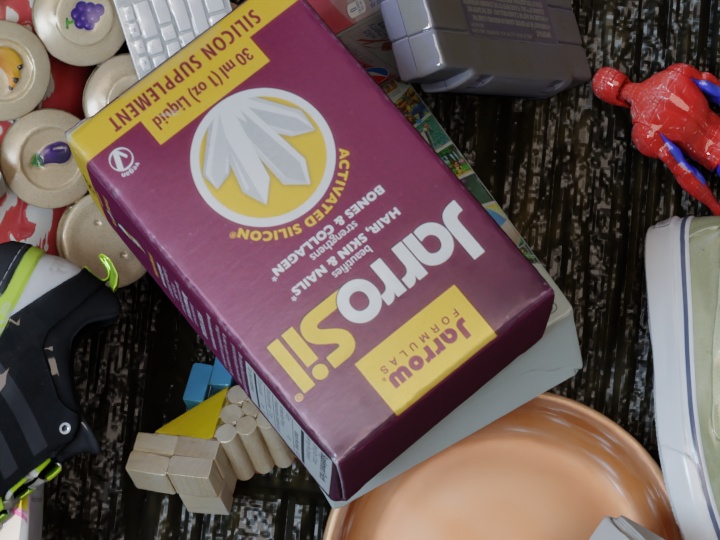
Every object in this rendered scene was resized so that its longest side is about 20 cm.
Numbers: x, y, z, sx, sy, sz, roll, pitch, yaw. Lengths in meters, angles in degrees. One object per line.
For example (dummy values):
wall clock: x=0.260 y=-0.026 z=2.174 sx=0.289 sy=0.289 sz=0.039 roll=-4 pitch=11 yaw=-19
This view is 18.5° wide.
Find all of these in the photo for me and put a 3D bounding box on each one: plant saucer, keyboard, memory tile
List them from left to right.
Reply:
memory tile: x=-0.125 y=-0.105 z=1.100 sx=0.153 sy=0.017 sz=0.200 roll=-34 pitch=104 yaw=-15
keyboard: x=-0.085 y=-0.106 z=1.098 sx=0.056 sy=0.011 sz=0.200 roll=-19 pitch=99 yaw=-12
plant saucer: x=0.077 y=0.163 z=1.183 sx=0.200 sy=0.037 sz=0.200 roll=0 pitch=84 yaw=-3

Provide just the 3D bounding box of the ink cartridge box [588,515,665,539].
ink cartridge box: x=0.140 y=0.247 z=1.119 sx=0.147 sy=0.083 sz=0.200 roll=31 pitch=93 yaw=-21

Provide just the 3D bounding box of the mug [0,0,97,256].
mug: x=-0.180 y=-0.090 z=1.135 sx=0.177 sy=0.133 sz=0.200 roll=2 pitch=87 yaw=33

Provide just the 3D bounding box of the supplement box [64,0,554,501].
supplement box: x=-0.024 y=-0.013 z=1.028 sx=0.131 sy=0.103 sz=0.200 roll=-39 pitch=78 yaw=-9

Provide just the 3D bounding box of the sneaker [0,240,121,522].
sneaker: x=-0.164 y=0.082 z=1.031 sx=0.083 sy=0.072 sz=0.200 roll=19 pitch=82 yaw=-3

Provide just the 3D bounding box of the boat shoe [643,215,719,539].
boat shoe: x=0.194 y=0.065 z=1.178 sx=0.062 sy=0.072 sz=0.200 roll=-11 pitch=82 yaw=26

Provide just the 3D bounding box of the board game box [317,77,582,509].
board game box: x=0.000 y=0.000 z=1.139 sx=0.148 sy=0.064 sz=0.200 roll=-29 pitch=56 yaw=-7

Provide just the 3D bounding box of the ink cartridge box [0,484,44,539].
ink cartridge box: x=-0.226 y=0.113 z=1.121 sx=0.129 sy=0.125 sz=0.200 roll=3 pitch=82 yaw=-4

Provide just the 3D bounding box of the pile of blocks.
pile of blocks: x=-0.032 y=0.064 z=1.180 sx=0.200 sy=0.062 sz=0.082 roll=-26 pitch=57 yaw=-5

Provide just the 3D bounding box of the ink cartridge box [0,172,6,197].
ink cartridge box: x=-0.269 y=0.004 z=1.052 sx=0.099 sy=0.039 sz=0.200 roll=39 pitch=77 yaw=3

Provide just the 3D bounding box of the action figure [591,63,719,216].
action figure: x=0.215 y=-0.057 z=1.212 sx=0.200 sy=0.052 sz=0.065 roll=32 pitch=77 yaw=5

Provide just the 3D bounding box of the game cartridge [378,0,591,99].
game cartridge: x=0.057 y=-0.153 z=1.146 sx=0.038 sy=0.200 sz=0.130 roll=-13 pitch=86 yaw=27

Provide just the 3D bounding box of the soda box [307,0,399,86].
soda box: x=-0.020 y=-0.195 z=1.162 sx=0.063 sy=0.070 sz=0.200 roll=-26 pitch=63 yaw=22
